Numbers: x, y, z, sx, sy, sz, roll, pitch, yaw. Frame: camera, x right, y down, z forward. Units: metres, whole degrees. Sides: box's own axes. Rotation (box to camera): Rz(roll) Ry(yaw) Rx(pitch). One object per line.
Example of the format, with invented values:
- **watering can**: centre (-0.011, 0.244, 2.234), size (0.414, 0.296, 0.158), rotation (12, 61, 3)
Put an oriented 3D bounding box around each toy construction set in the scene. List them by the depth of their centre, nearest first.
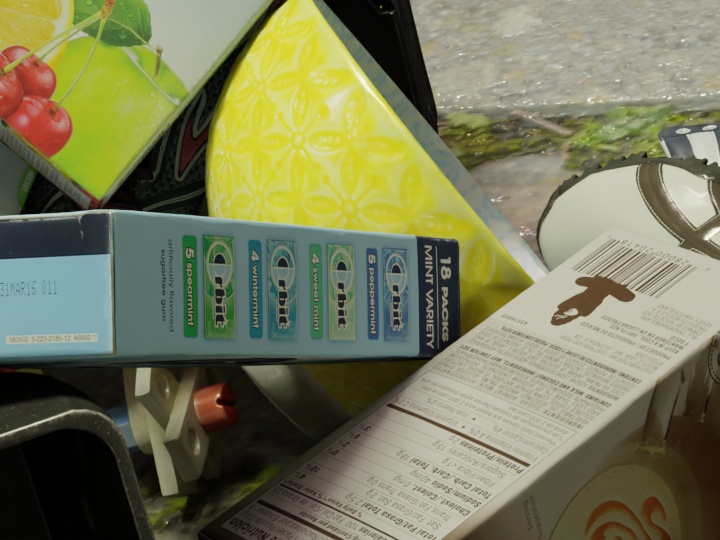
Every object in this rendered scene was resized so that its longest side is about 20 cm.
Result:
- **toy construction set**: centre (-0.141, 0.040, 1.079), size (0.199, 0.092, 0.131), rotation (-1, 17, 14)

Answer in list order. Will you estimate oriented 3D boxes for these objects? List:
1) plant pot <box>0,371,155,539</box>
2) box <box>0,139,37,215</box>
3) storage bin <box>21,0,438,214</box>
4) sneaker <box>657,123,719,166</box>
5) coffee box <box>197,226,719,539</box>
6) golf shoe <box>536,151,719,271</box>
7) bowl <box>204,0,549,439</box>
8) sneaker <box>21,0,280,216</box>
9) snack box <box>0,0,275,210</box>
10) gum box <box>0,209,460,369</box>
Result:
- **plant pot**: centre (-0.149, 0.135, 0.827), size (0.199, 0.200, 0.177), rotation (-18, 17, -4)
- **box**: centre (-0.160, -0.088, 1.086), size (0.156, 0.041, 0.201), rotation (6, 71, 58)
- **storage bin**: centre (-0.071, -0.072, 1.199), size (0.199, 0.136, 0.094), rotation (-12, 28, 5)
- **sneaker**: centre (0.188, -0.055, 1.116), size (0.108, 0.070, 0.200), rotation (0, 35, 23)
- **coffee box**: centre (0.053, 0.088, 0.880), size (0.200, 0.115, 0.080), rotation (-35, 38, -31)
- **golf shoe**: centre (0.129, 0.017, 0.995), size (0.200, 0.078, 0.094), rotation (21, 43, 41)
- **bowl**: centre (0.000, 0.000, 1.014), size (0.108, 0.200, 0.200), rotation (-39, 29, 5)
- **sneaker**: centre (-0.087, -0.063, 1.057), size (0.080, 0.075, 0.201), rotation (14, 63, 15)
- **snack box**: centre (-0.089, -0.143, 0.997), size (0.200, 0.142, 0.053), rotation (-50, 4, -9)
- **gum box**: centre (-0.089, 0.009, 0.857), size (0.169, 0.045, 0.200), rotation (-2, -2, 30)
